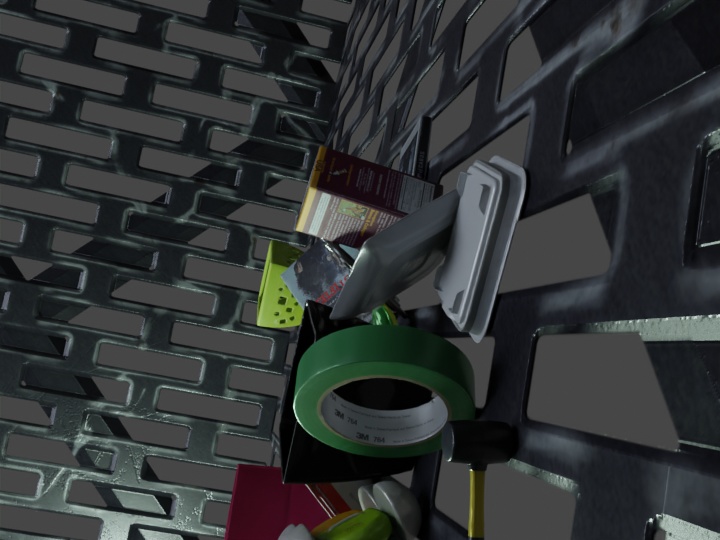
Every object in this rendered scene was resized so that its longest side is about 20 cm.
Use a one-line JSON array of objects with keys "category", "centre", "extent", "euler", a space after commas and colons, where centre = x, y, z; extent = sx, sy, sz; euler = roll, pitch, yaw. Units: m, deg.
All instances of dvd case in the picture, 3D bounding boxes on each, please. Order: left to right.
[{"category": "dvd case", "centre": [-0.039, 0.030, 1.487], "extent": [0.146, 0.022, 0.201], "euler": [-41, 58, 6]}, {"category": "dvd case", "centre": [0.084, -0.145, 1.483], "extent": [0.150, 0.024, 0.203], "euler": [127, 153, -72]}]

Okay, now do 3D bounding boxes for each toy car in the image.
[{"category": "toy car", "centre": [-0.003, 0.363, 1.076], "extent": [0.151, 0.173, 0.200], "euler": [64, 161, 9]}]

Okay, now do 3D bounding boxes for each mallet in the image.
[{"category": "mallet", "centre": [0.098, 0.239, 0.797], "extent": [0.041, 0.065, 0.203], "euler": [145, 135, -75]}]

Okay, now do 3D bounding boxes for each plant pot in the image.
[{"category": "plant pot", "centre": [-0.190, 0.049, 2.449], "extent": [0.200, 0.179, 0.201], "euler": [-101, 25, -68]}, {"category": "plant pot", "centre": [-0.006, 0.173, 1.173], "extent": [0.200, 0.175, 0.202], "euler": [-118, 40, -77]}]

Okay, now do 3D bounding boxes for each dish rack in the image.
[{"category": "dish rack", "centre": [0.131, -0.032, 1.001], "extent": [0.172, 0.043, 0.203], "euler": [-114, 35, -74]}]

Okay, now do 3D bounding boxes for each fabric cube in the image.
[{"category": "fabric cube", "centre": [-0.125, 0.464, 1.419], "extent": [0.197, 0.197, 0.201], "euler": [97, 177, -48]}]

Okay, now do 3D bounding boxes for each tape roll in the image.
[{"category": "tape roll", "centre": [0.027, 0.137, 0.941], "extent": [0.201, 0.198, 0.049], "euler": [112, 167, -48]}]

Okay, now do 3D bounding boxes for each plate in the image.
[{"category": "plate", "centre": [0.062, -0.017, 1.115], "extent": [0.032, 0.199, 0.200], "euler": [50, 149, 17]}]

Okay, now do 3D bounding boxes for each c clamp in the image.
[{"category": "c clamp", "centre": [0.000, 0.000, 1.371], "extent": [0.027, 0.200, 0.171], "euler": [-46, 9, -2]}]

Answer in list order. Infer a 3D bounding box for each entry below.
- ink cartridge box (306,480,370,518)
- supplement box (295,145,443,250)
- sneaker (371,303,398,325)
[{"category": "ink cartridge box", "centre": [-0.035, 0.310, 1.287], "extent": [0.047, 0.161, 0.200], "euler": [-35, 16, 2]}, {"category": "supplement box", "centre": [0.013, -0.094, 1.292], "extent": [0.111, 0.198, 0.086], "euler": [116, 169, -53]}, {"category": "sneaker", "centre": [0.018, 0.149, 1.313], "extent": [0.074, 0.082, 0.203], "euler": [-143, 58, -70]}]
